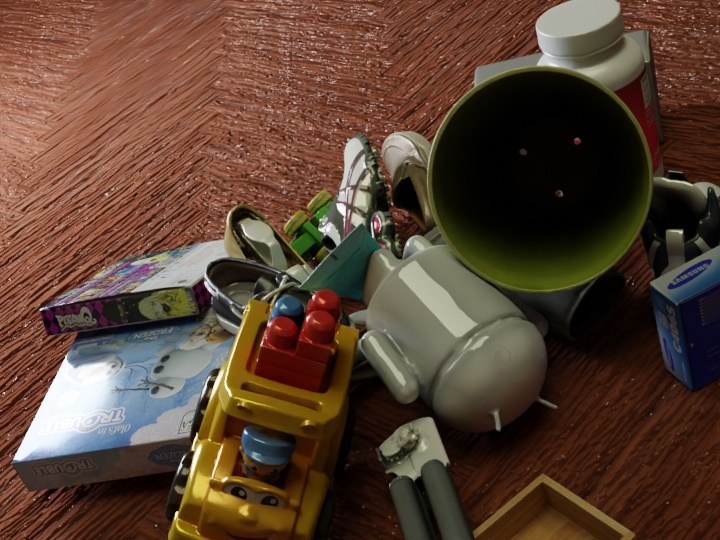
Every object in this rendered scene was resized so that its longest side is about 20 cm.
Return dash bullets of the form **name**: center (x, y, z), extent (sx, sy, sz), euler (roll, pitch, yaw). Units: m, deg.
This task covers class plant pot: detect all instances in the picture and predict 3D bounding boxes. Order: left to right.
- **plant pot**: center (0.167, -0.092, 1.059), extent (0.186, 0.189, 0.200), euler (-11, 8, 14)

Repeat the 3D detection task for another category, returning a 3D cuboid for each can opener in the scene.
- **can opener**: center (0.055, 0.177, 0.893), extent (0.052, 0.067, 0.200), euler (-30, 21, 4)

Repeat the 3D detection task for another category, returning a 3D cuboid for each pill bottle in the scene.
- **pill bottle**: center (0.242, -0.170, 1.201), extent (0.111, 0.201, 0.113), euler (-14, 33, 9)

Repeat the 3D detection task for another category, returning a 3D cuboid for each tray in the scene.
- **tray**: center (0.096, 0.238, 0.838), extent (0.199, 0.037, 0.098), euler (-34, 35, -21)

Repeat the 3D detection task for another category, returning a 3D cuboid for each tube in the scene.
- **tube**: center (0.000, 0.000, 1.090), extent (0.050, 0.200, 0.078), euler (41, 94, 15)

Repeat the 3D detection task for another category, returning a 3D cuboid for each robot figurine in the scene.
- **robot figurine**: center (0.082, 0.058, 1.009), extent (0.169, 0.113, 0.200), euler (-23, 54, -27)

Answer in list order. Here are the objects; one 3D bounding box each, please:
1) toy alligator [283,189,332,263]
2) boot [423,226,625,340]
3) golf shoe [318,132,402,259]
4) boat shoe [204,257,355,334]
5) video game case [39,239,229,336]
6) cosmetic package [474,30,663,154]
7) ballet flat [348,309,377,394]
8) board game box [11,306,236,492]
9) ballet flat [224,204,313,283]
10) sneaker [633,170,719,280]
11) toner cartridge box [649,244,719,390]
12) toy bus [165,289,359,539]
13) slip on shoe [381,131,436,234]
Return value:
- **toy alligator**: center (-0.062, -0.026, 1.298), extent (0.200, 0.059, 0.054), euler (-45, -4, -31)
- **boot**: center (0.164, -0.014, 1.138), extent (0.199, 0.073, 0.182), euler (9, 43, 39)
- **golf shoe**: center (-0.008, -0.067, 1.261), extent (0.087, 0.077, 0.201), euler (-15, 50, 7)
- **boat shoe**: center (-0.081, 0.030, 1.087), extent (0.074, 0.061, 0.200), euler (-35, 29, -23)
- **video game case**: center (-0.221, 0.014, 1.277), extent (0.180, 0.036, 0.200), euler (-9, 14, 17)
- **cosmetic package**: center (0.234, -0.189, 1.322), extent (0.198, 0.107, 0.090), euler (-7, 35, 17)
- **ballet flat**: center (-0.017, 0.081, 1.093), extent (0.199, 0.073, 0.068), euler (-27, 33, -9)
- **board game box**: center (-0.211, 0.118, 1.138), extent (0.198, 0.044, 0.200), euler (-11, 34, 16)
- **ballet flat**: center (-0.081, 0.006, 1.188), extent (0.068, 0.063, 0.200), euler (-30, 55, -24)
- **sneaker**: center (0.300, -0.053, 1.064), extent (0.079, 0.130, 0.200), euler (4, 40, 30)
- **toner cartridge box**: center (0.342, 0.011, 0.981), extent (0.199, 0.095, 0.043), euler (-26, 32, -10)
- **toy bus**: center (-0.064, 0.115, 0.932), extent (0.135, 0.193, 0.201), euler (17, 40, -3)
- **slip on shoe**: center (0.060, -0.095, 1.310), extent (0.060, 0.076, 0.200), euler (-17, 38, -17)
